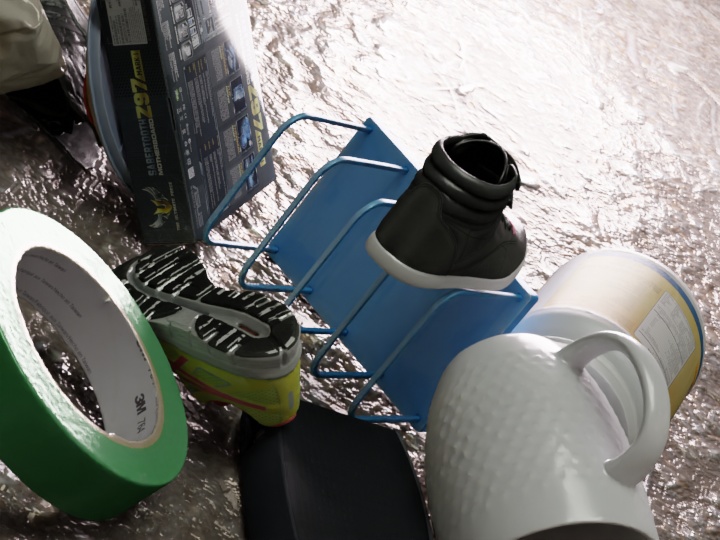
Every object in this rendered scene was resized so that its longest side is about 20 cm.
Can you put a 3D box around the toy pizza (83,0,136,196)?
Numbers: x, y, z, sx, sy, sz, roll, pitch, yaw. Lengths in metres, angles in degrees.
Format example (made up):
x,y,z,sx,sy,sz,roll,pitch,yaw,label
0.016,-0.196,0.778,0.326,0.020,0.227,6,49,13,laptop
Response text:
x,y,z,sx,sy,sz,roll,pitch,yaw,label
-0.169,-0.151,1.693,0.031,0.202,0.200,-3,21,21,toy pizza

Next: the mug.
x,y,z,sx,sy,sz,roll,pitch,yaw,label
0.132,0.124,1.506,0.147,0.200,0.176,21,41,-36,mug

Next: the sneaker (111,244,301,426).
x,y,z,sx,sy,sz,roll,pitch,yaw,label
-0.113,0.051,1.521,0.078,0.091,0.199,-34,40,-26,sneaker

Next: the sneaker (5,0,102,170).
x,y,z,sx,sy,sz,roll,pitch,yaw,label
-0.249,-0.171,1.719,0.200,0.060,0.104,49,30,2,sneaker

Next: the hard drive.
x,y,z,sx,sy,sz,roll,pitch,yaw,label
-0.012,0.167,1.486,0.134,0.042,0.201,20,32,-23,hard drive

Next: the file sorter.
x,y,z,sx,sy,sz,roll,pitch,yaw,label
0.000,0.000,1.623,0.200,0.139,0.122,49,22,24,file sorter

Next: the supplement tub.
x,y,z,sx,sy,sz,roll,pitch,yaw,label
0.175,0.080,1.694,0.144,0.145,0.200,37,30,7,supplement tub

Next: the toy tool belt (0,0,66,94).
x,y,z,sx,sy,sz,roll,pitch,yaw,label
-0.309,-0.202,1.647,0.122,0.125,0.201,-26,55,-7,toy tool belt

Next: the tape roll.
x,y,z,sx,sy,sz,roll,pitch,yaw,label
-0.187,0.058,1.389,0.201,0.048,0.201,50,19,-23,tape roll

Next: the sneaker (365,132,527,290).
x,y,z,sx,sy,sz,roll,pitch,yaw,label
0.087,-0.044,1.532,0.071,0.099,0.199,44,22,20,sneaker

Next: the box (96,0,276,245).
x,y,z,sx,sy,sz,roll,pitch,yaw,label
-0.129,-0.139,1.677,0.051,0.202,0.158,-1,20,23,box
